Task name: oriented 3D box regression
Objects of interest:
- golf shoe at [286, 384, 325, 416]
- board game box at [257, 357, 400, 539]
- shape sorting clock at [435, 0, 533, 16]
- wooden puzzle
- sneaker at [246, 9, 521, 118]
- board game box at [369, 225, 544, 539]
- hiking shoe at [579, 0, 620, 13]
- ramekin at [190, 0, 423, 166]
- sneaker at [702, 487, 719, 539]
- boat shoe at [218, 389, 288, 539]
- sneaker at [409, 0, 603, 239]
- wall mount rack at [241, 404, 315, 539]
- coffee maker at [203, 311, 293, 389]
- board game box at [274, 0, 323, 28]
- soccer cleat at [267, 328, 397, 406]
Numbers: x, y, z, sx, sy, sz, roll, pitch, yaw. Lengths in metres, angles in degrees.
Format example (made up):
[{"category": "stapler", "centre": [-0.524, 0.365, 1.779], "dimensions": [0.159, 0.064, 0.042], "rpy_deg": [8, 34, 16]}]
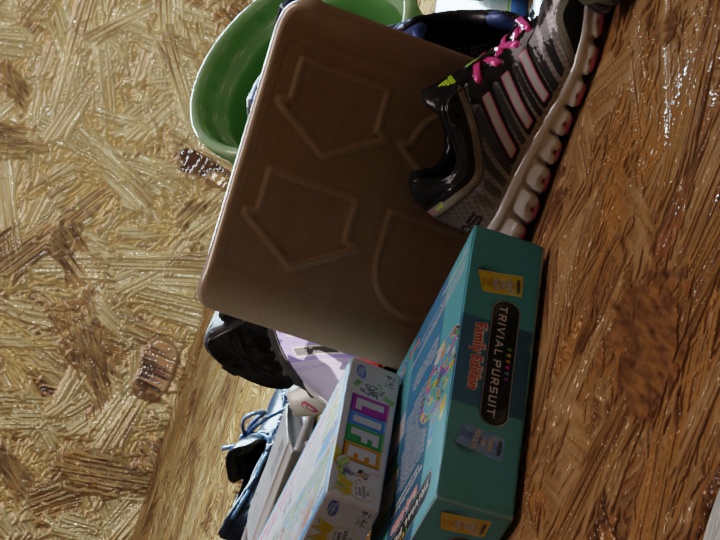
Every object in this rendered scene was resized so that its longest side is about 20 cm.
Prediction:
[{"category": "golf shoe", "centre": [-0.007, 0.033, 1.789], "dimensions": [0.200, 0.088, 0.077], "rpy_deg": [-84, -27, -61]}, {"category": "board game box", "centre": [-0.035, 0.169, 1.539], "dimensions": [0.134, 0.034, 0.200], "rpy_deg": [-80, 14, -55]}, {"category": "shape sorting clock", "centre": [0.094, -0.175, 1.769], "dimensions": [0.200, 0.039, 0.200], "rpy_deg": [-53, 24, 37]}, {"category": "wooden puzzle", "centre": [0.006, -0.048, 1.578], "dimensions": [0.046, 0.185, 0.200], "rpy_deg": [12, 84, 71]}, {"category": "sneaker", "centre": [0.022, -0.133, 1.628], "dimensions": [0.078, 0.200, 0.075], "rpy_deg": [106, 145, -79]}, {"category": "board game box", "centre": [0.052, 0.099, 1.455], "dimensions": [0.151, 0.047, 0.200], "rpy_deg": [116, 168, -48]}, {"category": "hiking shoe", "centre": [0.132, -0.226, 1.402], "dimensions": [0.200, 0.101, 0.076], "rpy_deg": [116, 168, -47]}, {"category": "ramekin", "centre": [-0.023, -0.137, 1.944], "dimensions": [0.200, 0.098, 0.200], "rpy_deg": [-23, 41, 22]}, {"category": "sneaker", "centre": [0.134, 0.116, 0.821], "dimensions": [0.081, 0.075, 0.200], "rpy_deg": [43, -114, -84]}, {"category": "boat shoe", "centre": [-0.082, 0.161, 2.168], "dimensions": [0.200, 0.069, 0.084], "rpy_deg": [-85, 15, -58]}, {"category": "sneaker", "centre": [0.085, -0.111, 1.528], "dimensions": [0.074, 0.087, 0.200], "rpy_deg": [-104, 32, -75]}, {"category": "wall mount rack", "centre": [-0.036, 0.150, 1.887], "dimensions": [0.174, 0.075, 0.200], "rpy_deg": [-95, 24, -61]}, {"category": "coffee maker", "centre": [-0.036, -0.028, 2.019], "dimensions": [0.192, 0.135, 0.200], "rpy_deg": [119, 165, -53]}, {"category": "board game box", "centre": [0.009, -0.090, 1.764], "dimensions": [0.062, 0.200, 0.200], "rpy_deg": [-40, -6, -2]}, {"category": "soccer cleat", "centre": [0.001, 0.066, 1.638], "dimensions": [0.073, 0.068, 0.200], "rpy_deg": [-58, 42, 27]}]
